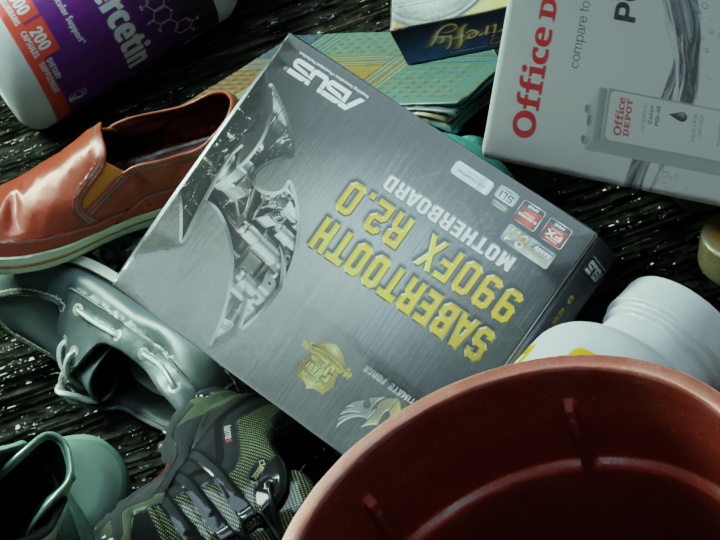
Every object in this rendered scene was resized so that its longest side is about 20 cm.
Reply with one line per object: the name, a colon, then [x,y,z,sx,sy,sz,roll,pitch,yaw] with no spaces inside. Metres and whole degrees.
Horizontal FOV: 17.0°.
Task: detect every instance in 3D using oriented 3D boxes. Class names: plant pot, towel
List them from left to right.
towel: [0.007,-0.112,1.422,0.200,0.022,0.147,1,24,33]
plant pot: [0.090,0.173,0.938,0.200,0.195,0.201,-16,39,13]

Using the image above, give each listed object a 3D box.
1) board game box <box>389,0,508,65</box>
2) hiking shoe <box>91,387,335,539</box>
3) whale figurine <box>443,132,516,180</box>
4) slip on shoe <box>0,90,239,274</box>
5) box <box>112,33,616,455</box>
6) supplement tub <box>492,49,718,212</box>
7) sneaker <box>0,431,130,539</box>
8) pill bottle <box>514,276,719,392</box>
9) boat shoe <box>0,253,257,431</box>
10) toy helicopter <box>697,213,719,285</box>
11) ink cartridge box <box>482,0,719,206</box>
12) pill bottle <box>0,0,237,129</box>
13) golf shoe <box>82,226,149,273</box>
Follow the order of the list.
board game box: [0.115,-0.189,1.268,0.199,0.035,0.136,-9,57,15]
hiking shoe: [-0.066,0.131,1.172,0.100,0.076,0.200,-6,41,29]
whale figurine: [0.005,-0.034,1.299,0.159,0.104,0.200,-37,37,-13]
slip on shoe: [-0.148,-0.051,1.331,0.199,0.061,0.074,-17,38,-2]
box: [0.000,0.000,1.186,0.200,0.048,0.159,36,88,23]
supplement tub: [0.141,-0.120,1.301,0.107,0.107,0.200,-32,54,-8]
sneaker: [-0.151,0.115,1.174,0.118,0.074,0.200,-43,-4,34]
pill bottle: [0.092,0.095,1.100,0.104,0.104,0.200,21,58,43]
boat shoe: [-0.142,0.043,1.320,0.200,0.073,0.062,18,51,36]
toy helicopter: [0.237,0.027,1.114,0.132,0.079,0.200,-21,44,-27]
ink cartridge box: [0.169,-0.108,1.167,0.199,0.147,0.083,12,13,11]
pill bottle: [-0.159,-0.185,1.559,0.200,0.113,0.112,-33,38,-8]
golf shoe: [-0.154,-0.020,1.409,0.200,0.078,0.094,15,43,32]
